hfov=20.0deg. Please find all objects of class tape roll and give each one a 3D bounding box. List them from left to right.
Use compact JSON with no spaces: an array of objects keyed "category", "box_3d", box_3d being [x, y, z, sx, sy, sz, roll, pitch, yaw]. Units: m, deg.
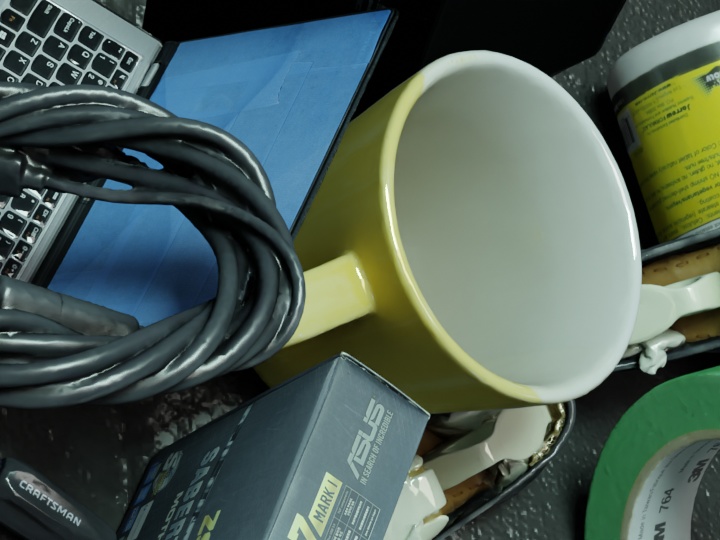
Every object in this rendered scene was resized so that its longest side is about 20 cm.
[{"category":"tape roll","box_3d":[0.188,0.142,0.932,0.048,0.200,0.202,-9,77,-38]}]

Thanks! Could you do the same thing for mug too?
[{"category":"mug","box_3d":[0.004,-0.006,0.881,0.186,0.153,0.151,20,64,-36]}]

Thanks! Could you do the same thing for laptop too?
[{"category":"laptop","box_3d":[-0.121,-0.063,0.817,0.199,0.116,0.188,31,56,-9]},{"category":"laptop","box_3d":[0.023,-0.145,0.892,0.199,0.188,0.116,25,61,2]}]

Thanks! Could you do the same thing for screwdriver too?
[{"category":"screwdriver","box_3d":[-0.177,0.058,0.812,0.200,0.028,0.029,43,82,-19]}]

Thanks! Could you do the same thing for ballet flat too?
[{"category":"ballet flat","box_3d":[0.027,0.094,0.922,0.199,0.073,0.074,-25,87,-39]},{"category":"ballet flat","box_3d":[0.175,0.010,0.978,0.073,0.198,0.074,-14,90,-80]}]

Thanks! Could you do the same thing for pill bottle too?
[{"category":"pill bottle","box_3d":[0.212,-0.030,1.074,0.112,0.112,0.202,-11,79,-38]}]

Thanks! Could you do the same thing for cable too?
[{"category":"cable","box_3d":[-0.116,-0.014,0.705,0.198,0.051,0.163,19,32,6]}]

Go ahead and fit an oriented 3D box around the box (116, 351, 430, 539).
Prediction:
[{"category":"box","box_3d":[-0.063,0.142,0.780,0.051,0.157,0.201,35,56,-19]}]
